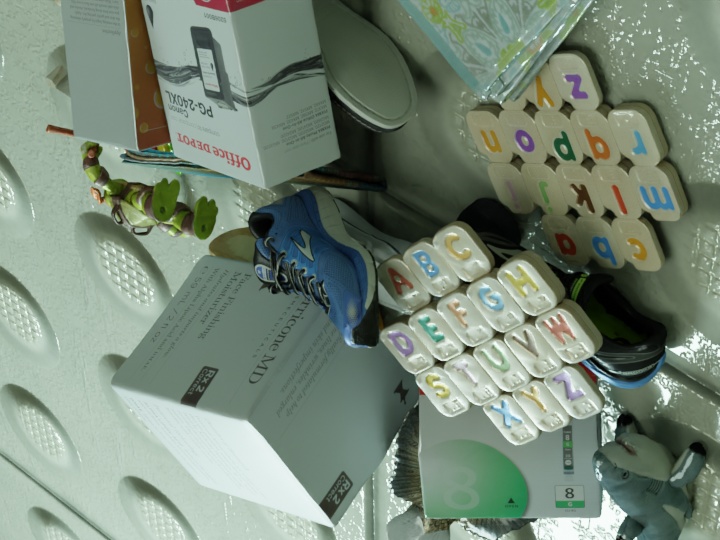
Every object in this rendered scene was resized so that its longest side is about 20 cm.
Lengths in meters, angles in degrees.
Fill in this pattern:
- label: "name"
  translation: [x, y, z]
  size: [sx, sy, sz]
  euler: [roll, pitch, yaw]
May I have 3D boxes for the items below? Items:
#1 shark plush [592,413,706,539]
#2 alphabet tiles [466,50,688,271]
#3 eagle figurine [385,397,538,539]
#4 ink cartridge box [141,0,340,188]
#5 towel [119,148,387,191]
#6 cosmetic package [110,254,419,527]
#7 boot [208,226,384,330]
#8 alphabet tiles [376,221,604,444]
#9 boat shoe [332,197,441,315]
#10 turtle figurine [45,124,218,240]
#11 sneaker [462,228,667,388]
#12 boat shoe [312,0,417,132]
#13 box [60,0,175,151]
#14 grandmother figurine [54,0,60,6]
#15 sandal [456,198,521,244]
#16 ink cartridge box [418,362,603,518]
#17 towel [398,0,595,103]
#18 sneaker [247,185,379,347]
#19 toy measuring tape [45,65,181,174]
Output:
- label: "shark plush"
  translation: [0.239, 0.212, 1.683]
  size: [0.091, 0.083, 0.201]
  euler: [29, 143, 31]
- label: "alphabet tiles"
  translation: [0.168, -0.087, 1.523]
  size: [0.199, 0.015, 0.197]
  euler: [5, 127, 50]
- label: "eagle figurine"
  translation: [0.097, 0.182, 1.801]
  size: [0.152, 0.151, 0.200]
  euler: [67, 156, 11]
- label: "ink cartridge box"
  translation: [-0.104, -0.182, 1.589]
  size: [0.145, 0.083, 0.201]
  euler: [22, 129, 49]
- label: "towel"
  translation: [-0.094, -0.092, 1.725]
  size: [0.199, 0.146, 0.022]
  euler: [7, 91, 31]
- label: "cosmetic package"
  translation: [-0.085, 0.108, 1.780]
  size: [0.199, 0.165, 0.165]
  euler: [9, 145, 44]
- label: "boot"
  translation: [-0.060, 0.042, 1.905]
  size: [0.200, 0.071, 0.145]
  euler: [18, 136, 36]
- label: "alphabet tiles"
  translation: [0.104, 0.056, 1.580]
  size: [0.196, 0.015, 0.200]
  euler: [52, 139, -8]
- label: "boat shoe"
  translation: [0.000, 0.000, 1.749]
  size: [0.200, 0.065, 0.074]
  euler: [31, 139, 50]
- label: "turtle figurine"
  translation: [-0.226, -0.074, 1.947]
  size: [0.200, 0.065, 0.161]
  euler: [43, 163, -34]
- label: "sneaker"
  translation: [0.166, 0.019, 1.580]
  size: [0.199, 0.071, 0.083]
  euler: [31, 144, 7]
- label: "boat shoe"
  translation: [-0.030, -0.183, 1.623]
  size: [0.200, 0.074, 0.060]
  euler: [45, 149, 15]
- label: "box"
  translation: [-0.184, -0.219, 1.680]
  size: [0.097, 0.124, 0.202]
  euler: [15, 115, 44]
- label: "grandmother figurine"
  translation: [-0.296, -0.304, 1.858]
  size: [0.199, 0.061, 0.122]
  euler: [28, 152, 37]
- label: "sandal"
  translation: [0.088, 0.011, 1.705]
  size: [0.076, 0.043, 0.201]
  euler: [38, 147, 20]
- label: "ink cartridge box"
  translation: [0.129, 0.127, 1.676]
  size: [0.159, 0.050, 0.201]
  euler: [-1, 125, 9]
- label: "towel"
  translation: [0.084, -0.240, 1.435]
  size: [0.200, 0.048, 0.171]
  euler: [51, 146, 7]
- label: "sneaker"
  translation: [-0.042, 0.005, 1.640]
  size: [0.200, 0.088, 0.079]
  euler: [-125, 27, -50]
- label: "toy measuring tape"
  translation: [-0.233, -0.162, 1.905]
  size: [0.199, 0.074, 0.074]
  euler: [34, 146, 17]
